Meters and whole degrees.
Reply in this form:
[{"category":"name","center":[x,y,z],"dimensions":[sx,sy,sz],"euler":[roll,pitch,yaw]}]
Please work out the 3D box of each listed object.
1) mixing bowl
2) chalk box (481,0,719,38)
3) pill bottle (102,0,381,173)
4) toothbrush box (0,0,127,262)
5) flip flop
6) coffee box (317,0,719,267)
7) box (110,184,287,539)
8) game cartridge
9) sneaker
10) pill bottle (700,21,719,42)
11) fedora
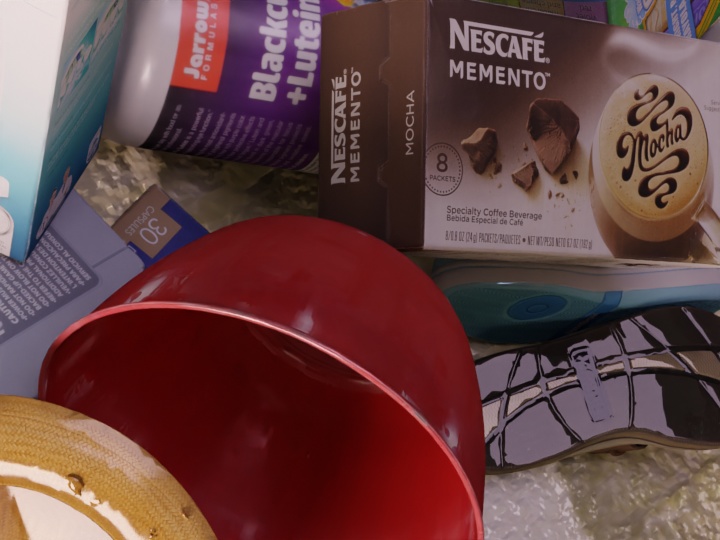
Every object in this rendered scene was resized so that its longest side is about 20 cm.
[{"category":"mixing bowl","center":[-0.027,0.050,0.699],"dimensions":[0.200,0.200,0.109],"euler":[33,49,-8]},{"category":"chalk box","center":[0.118,-0.170,0.924],"dimensions":[0.124,0.124,0.200],"euler":[17,46,32]},{"category":"pill bottle","center":[-0.077,-0.114,0.833],"dimensions":[0.199,0.111,0.112],"euler":[6,63,-23]},{"category":"toothbrush box","center":[-0.179,-0.118,0.681],"dimensions":[0.146,0.200,0.086],"euler":[23,51,1]},{"category":"flip flop","center":[0.132,0.072,0.885],"dimensions":[0.199,0.058,0.082],"euler":[-10,75,-14]},{"category":"coffee box","center":[0.081,-0.061,0.774],"dimensions":[0.199,0.080,0.114],"euler":[3,88,-37]},{"category":"box","center":[-0.066,0.064,0.800],"dimensions":[0.200,0.032,0.121],"euler":[42,55,-4]},{"category":"game cartridge","center":[-0.195,-0.013,0.748],"dimensions":[0.133,0.041,0.200],"euler":[-31,69,-37]},{"category":"sneaker","center":[0.110,-0.031,0.908],"dimensions":[0.199,0.079,0.131],"euler":[3,67,-36]},{"category":"pill bottle","center":[0.291,-0.073,0.990],"dimensions":[0.199,0.113,0.114],"euler":[17,59,-26]},{"category":"fedora","center":[-0.136,0.136,0.677],"dimensions":[0.200,0.201,0.082],"euler":[34,16,-8]}]
